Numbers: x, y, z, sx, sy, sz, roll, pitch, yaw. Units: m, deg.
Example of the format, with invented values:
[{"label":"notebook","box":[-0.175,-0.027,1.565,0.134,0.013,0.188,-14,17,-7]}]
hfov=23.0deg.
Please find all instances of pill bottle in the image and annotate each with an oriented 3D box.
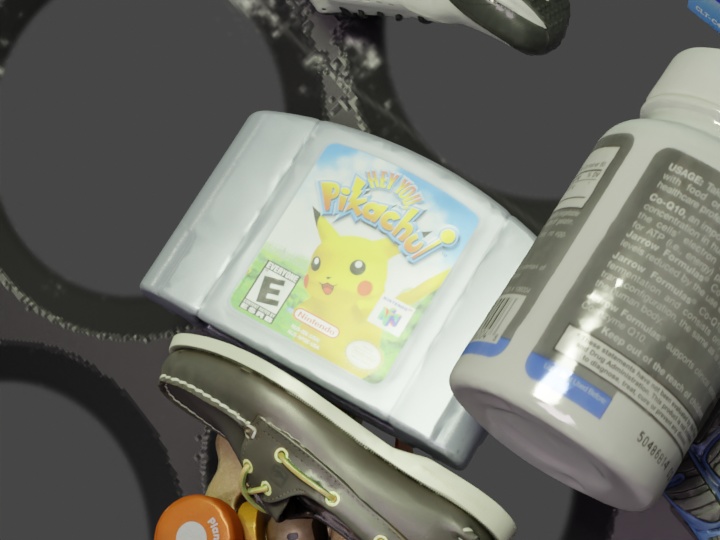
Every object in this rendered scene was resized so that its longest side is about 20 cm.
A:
[{"label":"pill bottle","box":[0.139,0.001,0.835,0.113,0.114,0.200,30,77,17]}]

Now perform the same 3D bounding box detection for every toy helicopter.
[{"label":"toy helicopter","box":[-0.014,0.098,0.940,0.132,0.079,0.201,18,84,24]}]

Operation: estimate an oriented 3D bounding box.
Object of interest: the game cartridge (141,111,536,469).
[{"label":"game cartridge","box":[0.000,0.000,0.920,0.199,0.041,0.134,27,72,18]}]

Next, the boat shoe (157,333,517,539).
[{"label":"boat shoe","box":[-0.023,0.100,0.875,0.200,0.072,0.061,29,73,15]}]

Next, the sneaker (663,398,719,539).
[{"label":"sneaker","box":[0.191,0.116,0.868,0.075,0.078,0.201,-22,66,13]}]

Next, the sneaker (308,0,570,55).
[{"label":"sneaker","box":[0.021,-0.161,0.934,0.200,0.074,0.080,34,115,21]}]

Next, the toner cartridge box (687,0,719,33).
[{"label":"toner cartridge box","box":[0.252,-0.169,0.814,0.095,0.043,0.200,41,76,16]}]
